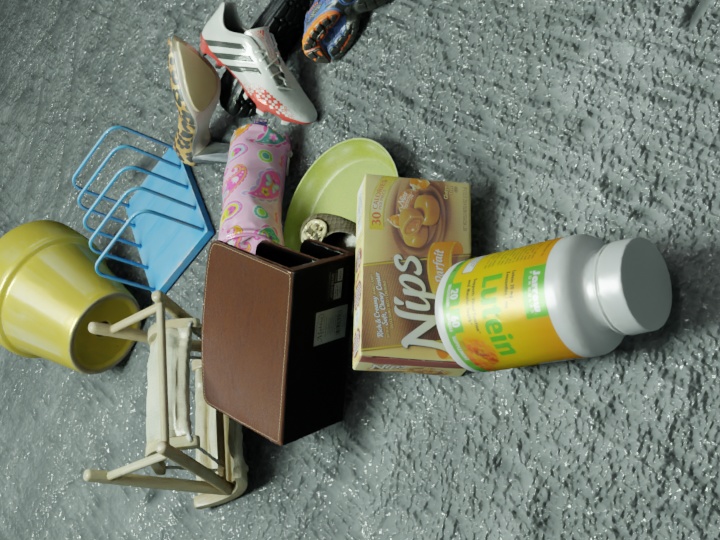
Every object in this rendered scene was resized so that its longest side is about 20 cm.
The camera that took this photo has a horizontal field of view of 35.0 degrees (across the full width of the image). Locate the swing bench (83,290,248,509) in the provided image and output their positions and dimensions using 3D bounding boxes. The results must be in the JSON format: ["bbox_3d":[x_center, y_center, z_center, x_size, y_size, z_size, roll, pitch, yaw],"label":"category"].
[{"bbox_3d":[-0.212,0.159,1.362,0.130,0.200,0.199,-23,59,29],"label":"swing bench"}]

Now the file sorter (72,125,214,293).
[{"bbox_3d":[-0.318,-0.090,1.629,0.139,0.123,0.200,-47,45,23],"label":"file sorter"}]

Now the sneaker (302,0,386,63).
[{"bbox_3d":[-0.012,-0.358,1.440,0.200,0.075,0.079,-43,44,26],"label":"sneaker"}]

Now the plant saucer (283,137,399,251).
[{"bbox_3d":[-0.016,-0.057,1.354,0.200,0.031,0.200,-21,60,41],"label":"plant saucer"}]

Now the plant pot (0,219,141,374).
[{"bbox_3d":[-0.423,0.051,1.647,0.189,0.201,0.201,27,95,33],"label":"plant pot"}]

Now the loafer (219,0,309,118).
[{"bbox_3d":[-0.138,-0.305,1.557,0.070,0.068,0.201,46,113,37],"label":"loafer"}]

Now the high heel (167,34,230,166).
[{"bbox_3d":[-0.248,-0.229,1.571,0.142,0.200,0.071,8,41,45],"label":"high heel"}]

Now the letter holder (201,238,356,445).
[{"bbox_3d":[-0.096,0.067,1.265,0.142,0.100,0.200,20,114,37],"label":"letter holder"}]

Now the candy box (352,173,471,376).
[{"bbox_3d":[0.054,0.004,1.182,0.055,0.115,0.200,114,159,-69],"label":"candy box"}]

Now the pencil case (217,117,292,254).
[{"bbox_3d":[-0.131,-0.094,1.430,0.087,0.087,0.200,-32,40,35],"label":"pencil case"}]

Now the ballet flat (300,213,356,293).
[{"bbox_3d":[0.000,0.000,1.257,0.200,0.046,0.067,42,108,28],"label":"ballet flat"}]

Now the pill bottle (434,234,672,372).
[{"bbox_3d":[0.176,0.028,1.046,0.200,0.111,0.111,-14,65,44],"label":"pill bottle"}]

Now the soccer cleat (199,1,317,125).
[{"bbox_3d":[-0.127,-0.267,1.478,0.200,0.069,0.085,43,125,16],"label":"soccer cleat"}]
